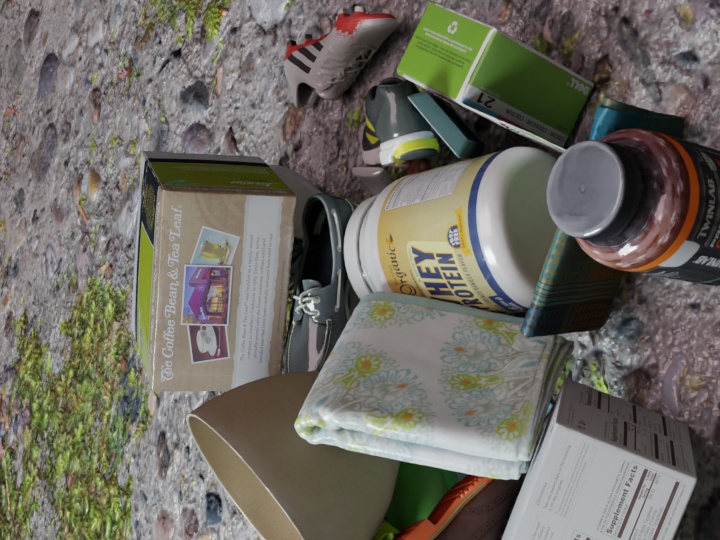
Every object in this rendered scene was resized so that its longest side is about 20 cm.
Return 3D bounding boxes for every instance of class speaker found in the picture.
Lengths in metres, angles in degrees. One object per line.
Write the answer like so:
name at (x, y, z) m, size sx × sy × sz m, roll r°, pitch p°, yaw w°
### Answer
speaker at (0.076, 0.249, 1.183) m, size 0.088 × 0.088 × 0.201 m, roll -43°, pitch 51°, yaw 37°

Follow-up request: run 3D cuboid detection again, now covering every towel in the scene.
towel at (0.065, 0.091, 1.055) m, size 0.199 × 0.171 × 0.048 m, roll 8°, pitch 125°, yaw 18°
towel at (0.200, -0.041, 1.048) m, size 0.022 × 0.146 × 0.201 m, roll 27°, pitch 105°, yaw 32°

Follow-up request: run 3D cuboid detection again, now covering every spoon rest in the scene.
spoon rest at (0.000, 0.000, 1.264) m, size 0.099 × 0.060 × 0.201 m, roll 6°, pitch 77°, yaw 40°

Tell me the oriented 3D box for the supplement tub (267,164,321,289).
supplement tub at (-0.128, -0.016, 1.467) m, size 0.200 × 0.122 × 0.123 m, roll -47°, pitch 49°, yaw 34°

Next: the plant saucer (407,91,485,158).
plant saucer at (0.086, -0.135, 1.180) m, size 0.019 × 0.200 × 0.070 m, roll -40°, pitch 86°, yaw 10°

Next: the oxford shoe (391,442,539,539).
oxford shoe at (0.099, 0.228, 1.118) m, size 0.073 × 0.200 × 0.071 m, roll 52°, pitch 160°, yaw 5°

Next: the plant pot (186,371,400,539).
plant pot at (-0.041, 0.168, 1.126) m, size 0.200 × 0.134 × 0.201 m, roll 45°, pitch 160°, yaw 22°

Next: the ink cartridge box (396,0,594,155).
ink cartridge box at (0.152, -0.158, 1.126) m, size 0.200 × 0.147 × 0.076 m, roll 34°, pitch 101°, yaw 48°

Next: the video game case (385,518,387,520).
video game case at (-0.037, 0.280, 1.350) m, size 0.181 × 0.045 × 0.201 m, roll -31°, pitch 59°, yaw 42°

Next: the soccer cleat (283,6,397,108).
soccer cleat at (-0.022, -0.240, 1.435) m, size 0.199 × 0.068 × 0.086 m, roll -13°, pitch 81°, yaw 53°

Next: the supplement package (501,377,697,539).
supplement package at (0.173, 0.209, 0.992) m, size 0.110 × 0.156 × 0.201 m, roll 21°, pitch 101°, yaw 8°

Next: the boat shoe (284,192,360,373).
boat shoe at (-0.046, 0.022, 1.209) m, size 0.072 × 0.062 × 0.201 m, roll 4°, pitch 76°, yaw 37°

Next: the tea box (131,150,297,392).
tea box at (-0.154, -0.004, 1.273) m, size 0.197 × 0.133 × 0.201 m, roll -130°, pitch 44°, yaw -67°

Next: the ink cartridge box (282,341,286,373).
ink cartridge box at (-0.027, 0.131, 1.282) m, size 0.200 × 0.084 × 0.145 m, roll -46°, pitch 45°, yaw 2°

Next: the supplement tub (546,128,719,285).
supplement tub at (0.230, -0.048, 0.959) m, size 0.107 × 0.199 × 0.108 m, roll -8°, pitch 79°, yaw 47°

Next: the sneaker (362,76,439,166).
sneaker at (0.039, -0.152, 1.274) m, size 0.200 × 0.074 × 0.085 m, roll -147°, pitch 46°, yaw -80°

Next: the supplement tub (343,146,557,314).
supplement tub at (0.095, -0.026, 1.164) m, size 0.199 × 0.144 × 0.146 m, roll -11°, pitch 73°, yaw 46°

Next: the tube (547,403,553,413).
tube at (0.073, 0.107, 1.168) m, size 0.078 × 0.199 × 0.050 m, roll -62°, pitch 0°, yaw 26°

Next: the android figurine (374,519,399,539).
android figurine at (0.005, 0.313, 1.193) m, size 0.200 × 0.041 × 0.183 m, roll 32°, pitch 119°, yaw 58°
